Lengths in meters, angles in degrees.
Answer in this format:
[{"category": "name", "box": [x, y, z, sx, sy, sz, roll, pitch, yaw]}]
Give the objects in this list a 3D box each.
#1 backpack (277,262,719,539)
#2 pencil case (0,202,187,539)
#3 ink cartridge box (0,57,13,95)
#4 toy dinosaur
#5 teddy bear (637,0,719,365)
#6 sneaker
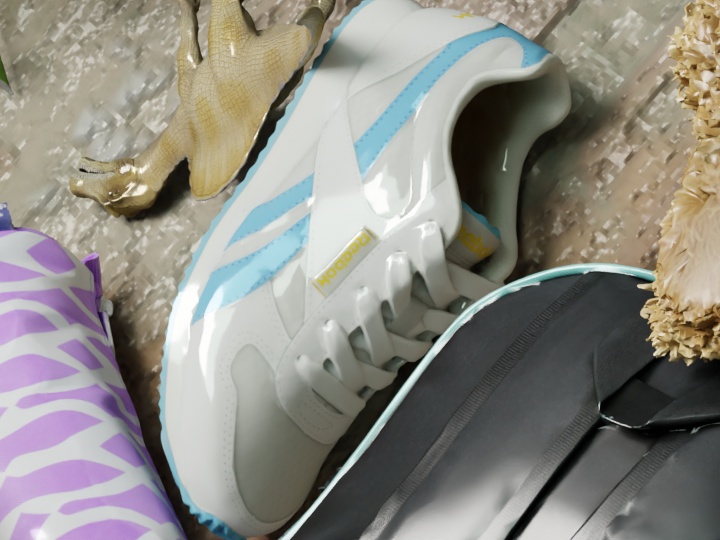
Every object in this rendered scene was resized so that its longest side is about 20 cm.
[{"category": "backpack", "box": [0.067, 0.107, 0.794, 0.175, 0.153, 0.201, 32, 90, 42]}, {"category": "pencil case", "box": [-0.104, 0.074, 0.986, 0.085, 0.084, 0.201, -6, 47, -22]}, {"category": "ink cartridge box", "box": [-0.232, -0.155, 1.159, 0.076, 0.148, 0.201, -34, 49, 14]}, {"category": "toy dinosaur", "box": [-0.038, -0.075, 1.023, 0.200, 0.058, 0.102, -33, 39, 55]}, {"category": "teddy bear", "box": [0.135, -0.063, 0.742, 0.144, 0.067, 0.201, -21, 51, 37]}, {"category": "sneaker", "box": [0.000, 0.000, 0.958, 0.080, 0.076, 0.201, 16, 76, 37]}]
